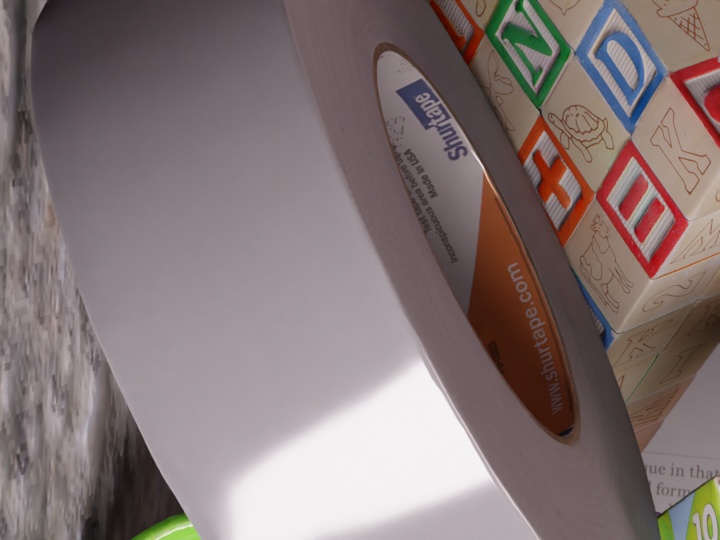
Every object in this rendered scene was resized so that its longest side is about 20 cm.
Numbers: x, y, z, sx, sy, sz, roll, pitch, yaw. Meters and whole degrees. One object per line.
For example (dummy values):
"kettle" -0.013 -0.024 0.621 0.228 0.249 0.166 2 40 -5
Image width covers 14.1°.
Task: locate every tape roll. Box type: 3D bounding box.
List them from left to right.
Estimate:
"tape roll" 0.001 0.007 0.697 0.200 0.066 0.200 57 16 -27

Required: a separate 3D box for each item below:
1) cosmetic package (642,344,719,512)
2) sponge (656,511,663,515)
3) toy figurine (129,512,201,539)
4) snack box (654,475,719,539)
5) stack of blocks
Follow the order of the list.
"cosmetic package" 0.097 0.093 1.247 0.165 0.165 0.200 -1 96 -81
"sponge" 0.128 0.138 0.830 0.030 0.200 0.112 9 93 -46
"toy figurine" -0.016 0.131 0.846 0.184 0.150 0.200 -100 167 -75
"snack box" 0.106 0.163 0.745 0.142 0.053 0.200 128 -44 -68
"stack of blocks" 0.059 -0.028 0.826 0.115 0.059 0.200 57 -31 21
